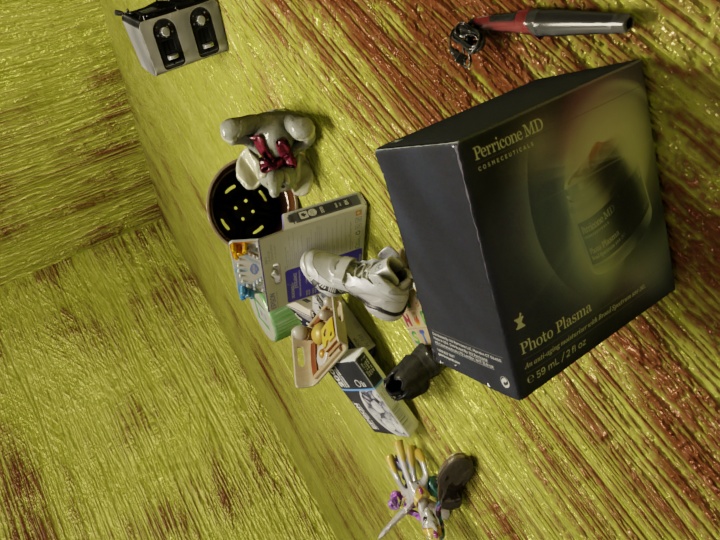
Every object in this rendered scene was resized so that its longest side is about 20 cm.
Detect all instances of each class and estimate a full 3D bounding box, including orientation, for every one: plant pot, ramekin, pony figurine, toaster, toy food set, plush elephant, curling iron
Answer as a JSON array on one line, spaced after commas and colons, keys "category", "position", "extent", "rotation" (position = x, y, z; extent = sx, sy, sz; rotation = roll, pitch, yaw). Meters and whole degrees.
[{"category": "plant pot", "position": [-0.259, -0.144, 1.275], "extent": [0.205, 0.197, 0.198], "rotation": [68, 164, -11]}, {"category": "ramekin", "position": [-0.244, 0.103, 1.596], "extent": [0.200, 0.096, 0.203], "rotation": [47, 152, 35]}, {"category": "pony figurine", "position": [0.110, 0.478, 1.168], "extent": [0.195, 0.162, 0.204], "rotation": [106, 150, -55]}, {"category": "toaster", "position": [-0.409, -0.520, 1.210], "extent": [0.199, 0.178, 0.121], "rotation": [37, 147, 45]}, {"category": "toy food set", "position": [-0.092, 0.134, 1.158], "extent": [0.201, 0.059, 0.146], "rotation": [-51, 37, 42]}, {"category": "plush elephant", "position": [-0.157, -0.206, 1.020], "extent": [0.201, 0.160, 0.159], "rotation": [-97, 5, -69]}, {"category": "curling iron", "position": [0.150, -0.209, 0.493], "extent": [0.198, 0.025, 0.051], "rotation": [24, 99, 53]}]

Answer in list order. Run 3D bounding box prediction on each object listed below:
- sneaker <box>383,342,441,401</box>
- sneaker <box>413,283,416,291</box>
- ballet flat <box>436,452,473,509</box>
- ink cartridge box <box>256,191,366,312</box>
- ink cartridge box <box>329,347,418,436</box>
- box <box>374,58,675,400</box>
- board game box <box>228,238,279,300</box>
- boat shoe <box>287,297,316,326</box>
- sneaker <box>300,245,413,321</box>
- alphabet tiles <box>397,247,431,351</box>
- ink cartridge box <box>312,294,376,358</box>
[{"category": "sneaker", "position": [0.077, 0.194, 0.988], "extent": [0.076, 0.090, 0.201], "rotation": [50, 160, 19]}, {"category": "sneaker", "position": [0.130, -0.019, 0.707], "extent": [0.087, 0.076, 0.202], "rotation": [37, 152, 19]}, {"category": "ballet flat", "position": [0.172, 0.386, 1.037], "extent": [0.203, 0.065, 0.047], "rotation": [85, -179, -46]}, {"category": "ink cartridge box", "position": [-0.086, -0.029, 0.982], "extent": [0.044, 0.195, 0.201], "rotation": [57, 157, 34]}, {"category": "ink cartridge box", "position": [0.007, 0.258, 1.179], "extent": [0.200, 0.043, 0.199], "rotation": [54, 152, -9]}, {"category": "box", "position": [0.142, -0.041, 0.466], "extent": [0.122, 0.197, 0.203], "rotation": [14, 127, 61]}, {"category": "board game box", "position": [-0.181, -0.001, 1.228], "extent": [0.202, 0.194, 0.026], "rotation": [97, 166, -54]}, {"category": "boat shoe", "position": [-0.142, 0.109, 1.407], "extent": [0.199, 0.073, 0.095], "rotation": [27, 130, 55]}, {"category": "sneaker", "position": [0.000, 0.000, 0.902], "extent": [0.196, 0.076, 0.116], "rotation": [27, 143, -1]}, {"category": "alphabet tiles", "position": [0.100, 0.061, 0.914], "extent": [0.204, 0.006, 0.166], "rotation": [66, 158, -1]}, {"category": "ink cartridge box", "position": [-0.040, 0.123, 1.237], "extent": [0.201, 0.044, 0.095], "rotation": [51, 155, 28]}]
